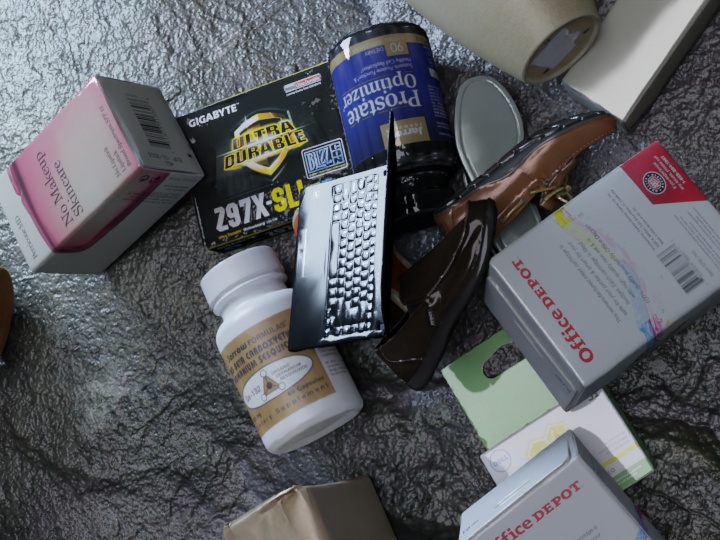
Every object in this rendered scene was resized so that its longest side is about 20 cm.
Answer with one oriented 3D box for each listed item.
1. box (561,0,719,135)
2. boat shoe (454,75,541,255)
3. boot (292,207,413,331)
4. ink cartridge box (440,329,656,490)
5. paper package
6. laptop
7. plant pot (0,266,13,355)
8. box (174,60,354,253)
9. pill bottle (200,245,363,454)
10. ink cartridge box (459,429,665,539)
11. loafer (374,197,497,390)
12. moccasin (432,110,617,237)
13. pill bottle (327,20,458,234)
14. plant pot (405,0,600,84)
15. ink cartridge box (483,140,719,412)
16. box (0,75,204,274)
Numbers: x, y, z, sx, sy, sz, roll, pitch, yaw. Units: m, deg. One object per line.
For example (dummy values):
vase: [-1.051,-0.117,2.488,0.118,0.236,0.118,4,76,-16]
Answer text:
box: [0.293,-0.243,1.182,0.082,0.068,0.201,38,97,19]
boat shoe: [0.139,-0.099,1.224,0.075,0.060,0.202,-8,79,-2]
boot: [0.000,0.000,1.220,0.200,0.107,0.075,39,112,10]
ink cartridge box: [0.183,0.150,1.191,0.145,0.048,0.201,-34,77,13]
paper package: [-0.022,0.315,1.167,0.103,0.190,0.201,-29,75,16]
laptop: [-0.021,-0.030,1.123,0.199,0.103,0.179,-11,66,39]
plant pot: [-0.493,0.051,1.367,0.139,0.200,0.202,12,88,3]
box: [-0.096,-0.124,1.314,0.198,0.049,0.161,-17,81,16]
pill bottle: [-0.089,0.082,1.255,0.114,0.114,0.201,-31,75,13]
ink cartridge box: [0.208,0.274,1.116,0.144,0.085,0.200,-40,96,12]
loafer: [0.069,0.018,1.113,0.071,0.073,0.201,25,106,2]
moccasin: [0.168,-0.084,1.153,0.201,0.074,0.078,-38,97,-7]
pill bottle: [0.039,-0.146,1.235,0.111,0.112,0.202,-17,78,16]
plant pot: [0.139,-0.286,1.166,0.187,0.187,0.201,-39,68,11]
ink cartridge box: [0.234,0.011,1.108,0.199,0.145,0.146,-34,75,-7]
box: [-0.295,-0.102,1.323,0.200,0.109,0.128,-39,70,26]
